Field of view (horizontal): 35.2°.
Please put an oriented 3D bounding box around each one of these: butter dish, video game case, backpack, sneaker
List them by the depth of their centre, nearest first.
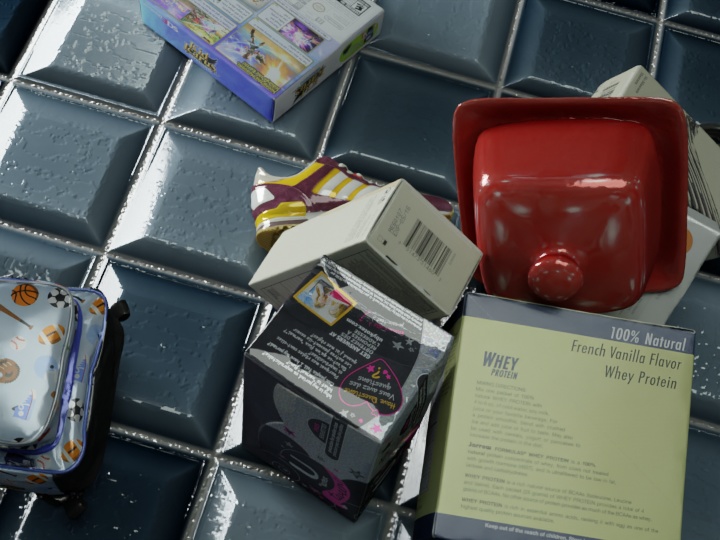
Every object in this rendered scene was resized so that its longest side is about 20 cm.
[{"bbox_3d":[-0.310,0.092,0.952,0.190,0.154,0.200,2,63,6],"label":"backpack"},{"bbox_3d":[0.170,-0.031,0.955,0.199,0.200,0.148,2,37,17],"label":"butter dish"},{"bbox_3d":[-0.008,-0.074,1.123,0.199,0.075,0.090,-3,66,-10],"label":"sneaker"},{"bbox_3d":[-0.108,-0.279,1.244,0.200,0.045,0.181,39,62,14],"label":"video game case"}]

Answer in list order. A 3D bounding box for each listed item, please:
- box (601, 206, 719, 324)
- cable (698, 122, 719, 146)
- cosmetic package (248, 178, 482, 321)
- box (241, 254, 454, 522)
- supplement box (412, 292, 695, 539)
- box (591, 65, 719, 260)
[{"bbox_3d":[0.224,-0.037,1.089,0.200,0.097,0.125,31,105,10],"label":"box"},{"bbox_3d":[0.316,-0.120,1.225,0.200,0.050,0.097,-23,54,-33],"label":"cable"},{"bbox_3d":[0.000,0.000,0.997,0.104,0.200,0.073,42,61,-20],"label":"cosmetic package"},{"bbox_3d":[-0.017,0.106,0.946,0.132,0.200,0.115,32,63,11],"label":"box"},{"bbox_3d":[0.160,0.143,0.962,0.199,0.134,0.200,9,74,-3],"label":"supplement box"},{"bbox_3d":[0.310,-0.104,1.140,0.200,0.068,0.082,40,65,-14],"label":"box"}]
